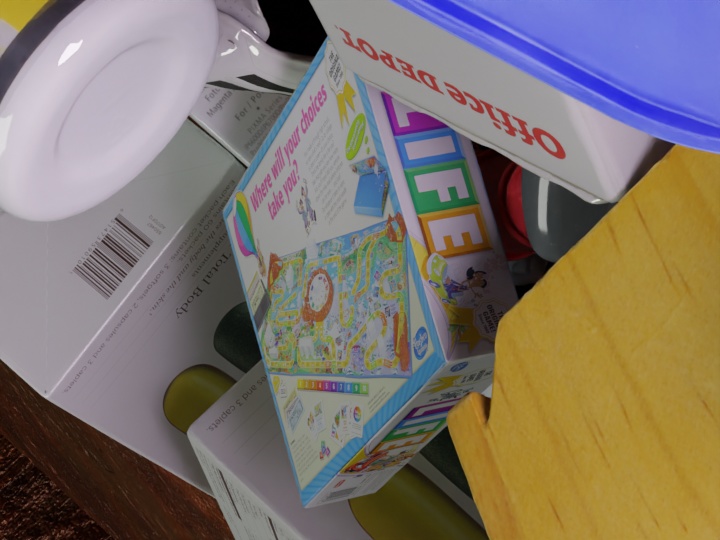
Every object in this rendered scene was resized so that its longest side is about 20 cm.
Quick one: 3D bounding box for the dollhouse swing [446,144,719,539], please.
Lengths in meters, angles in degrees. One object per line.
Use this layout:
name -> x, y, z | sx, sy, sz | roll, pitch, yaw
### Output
dollhouse swing -> 0.171, 0.060, 0.710 | 0.200, 0.175, 0.182 | -48, 52, 40

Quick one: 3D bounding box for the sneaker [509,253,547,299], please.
sneaker -> 0.082, 0.036, 0.981 | 0.075, 0.085, 0.200 | 50, 159, -12

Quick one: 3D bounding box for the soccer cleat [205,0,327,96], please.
soccer cleat -> -0.061, -0.103, 0.936 | 0.199, 0.069, 0.085 | 10, 160, 4

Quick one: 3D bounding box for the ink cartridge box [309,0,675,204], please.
ink cartridge box -> 0.027, -0.133, 0.701 | 0.144, 0.084, 0.200 | 32, 158, 45

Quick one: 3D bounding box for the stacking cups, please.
stacking cups -> 0.036, -0.029, 1.018 | 0.061, 0.060, 0.200 | 50, 164, -9

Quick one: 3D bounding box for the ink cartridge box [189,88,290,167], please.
ink cartridge box -> -0.096, -0.115, 1.073 | 0.200, 0.057, 0.163 | 45, 180, -14

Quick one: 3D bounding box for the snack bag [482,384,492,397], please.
snack bag -> 0.133, 0.084, 0.933 | 0.188, 0.021, 0.200 | -8, 129, 37

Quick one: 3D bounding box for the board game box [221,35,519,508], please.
board game box -> 0.000, 0.000, 0.906 | 0.200, 0.034, 0.135 | 129, 127, -65

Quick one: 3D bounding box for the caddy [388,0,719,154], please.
caddy -> 0.067, -0.119, 0.526 | 0.199, 0.105, 0.142 | 28, 143, 0

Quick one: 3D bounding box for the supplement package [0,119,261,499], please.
supplement package -> -0.115, 0.000, 1.259 | 0.151, 0.152, 0.200 | 38, 178, 32

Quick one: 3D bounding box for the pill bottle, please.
pill bottle -> -0.156, -0.118, 0.884 | 0.200, 0.112, 0.112 | 41, 165, 20

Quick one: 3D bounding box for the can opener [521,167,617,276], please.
can opener -> 0.070, 0.008, 0.836 | 0.053, 0.067, 0.201 | -112, 31, -50

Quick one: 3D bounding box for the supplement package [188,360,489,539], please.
supplement package -> 0.048, 0.120, 1.152 | 0.200, 0.152, 0.151 | 40, 164, 26
